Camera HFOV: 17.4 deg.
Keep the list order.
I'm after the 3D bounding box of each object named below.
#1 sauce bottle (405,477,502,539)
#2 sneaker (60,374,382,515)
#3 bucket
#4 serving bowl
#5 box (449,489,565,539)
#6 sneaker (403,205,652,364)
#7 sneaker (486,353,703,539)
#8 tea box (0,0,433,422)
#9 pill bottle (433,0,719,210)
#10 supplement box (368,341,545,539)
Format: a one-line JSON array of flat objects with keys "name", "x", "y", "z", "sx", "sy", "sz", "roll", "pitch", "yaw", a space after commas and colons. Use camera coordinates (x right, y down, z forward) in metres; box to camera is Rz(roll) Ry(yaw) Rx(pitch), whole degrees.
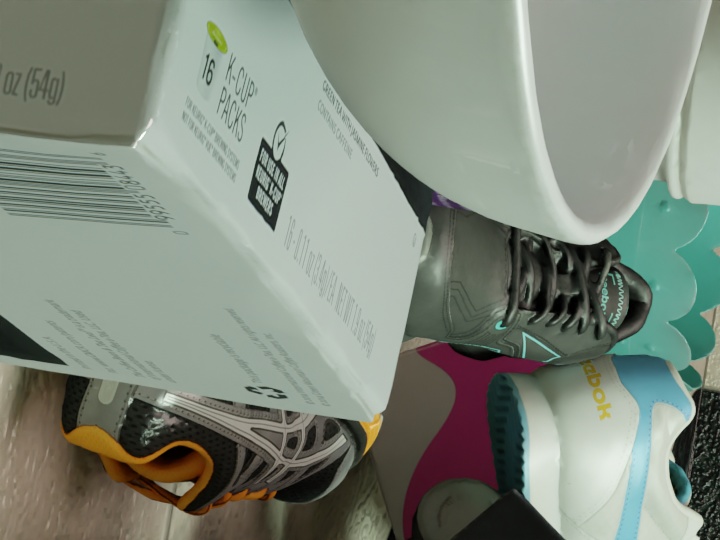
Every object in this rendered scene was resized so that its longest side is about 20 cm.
[{"name": "sauce bottle", "x": 0.031, "y": 0.154, "z": 1.023, "sx": 0.200, "sy": 0.065, "sz": 0.065, "roll": 98, "pitch": 9, "yaw": -54}, {"name": "sneaker", "x": -0.051, "y": 0.045, "z": 0.770, "sx": 0.077, "sy": 0.078, "sz": 0.200, "roll": -64, "pitch": 158, "yaw": -14}, {"name": "bucket", "x": 0.141, "y": -0.040, "z": 1.335, "sx": 0.207, "sy": 0.135, "sz": 0.207, "roll": 10, "pitch": 90, "yaw": -76}, {"name": "serving bowl", "x": 0.025, "y": -0.107, "z": 0.423, "sx": 0.200, "sy": 0.066, "sz": 0.200, "roll": 7, "pitch": 90, "yaw": -73}, {"name": "box", "x": 0.025, "y": 0.199, "z": 0.864, "sx": 0.200, "sy": 0.122, "sz": 0.106, "roll": -39, "pitch": 153, "yaw": -12}, {"name": "sneaker", "x": 0.059, "y": -0.003, "z": 0.900, "sx": 0.200, "sy": 0.079, "sz": 0.075, "roll": 17, "pitch": 81, "yaw": -72}, {"name": "sneaker", "x": 0.103, "y": 0.119, "z": 1.000, "sx": 0.077, "sy": 0.081, "sz": 0.200, "roll": -109, "pitch": -170, "yaw": -47}, {"name": "tea box", "x": -0.056, "y": -0.091, "z": 0.515, "sx": 0.200, "sy": 0.133, "sz": 0.197, "roll": 54, "pitch": 46, "yaw": -70}, {"name": "pill bottle", "x": 0.035, "y": -0.075, "z": 0.749, "sx": 0.111, "sy": 0.200, "sz": 0.112, "roll": 10, "pitch": 90, "yaw": -75}, {"name": "supplement box", "x": 0.070, "y": 0.102, "z": 1.147, "sx": 0.200, "sy": 0.101, "sz": 0.103, "roll": 57, "pitch": 16, "yaw": -68}]
